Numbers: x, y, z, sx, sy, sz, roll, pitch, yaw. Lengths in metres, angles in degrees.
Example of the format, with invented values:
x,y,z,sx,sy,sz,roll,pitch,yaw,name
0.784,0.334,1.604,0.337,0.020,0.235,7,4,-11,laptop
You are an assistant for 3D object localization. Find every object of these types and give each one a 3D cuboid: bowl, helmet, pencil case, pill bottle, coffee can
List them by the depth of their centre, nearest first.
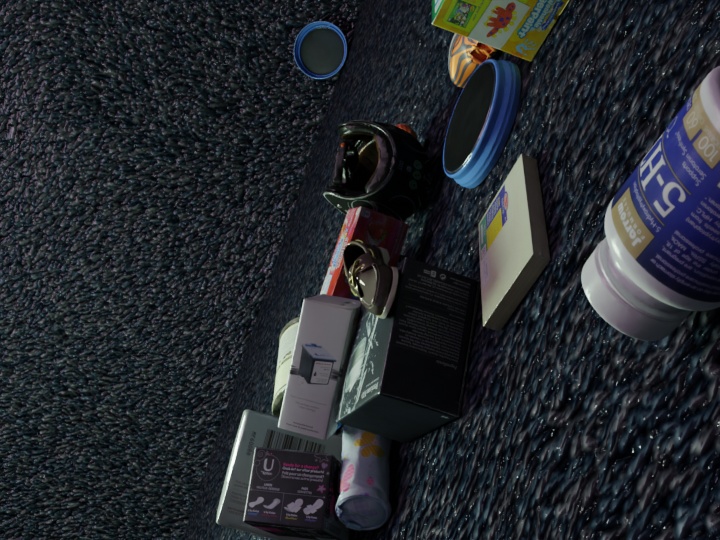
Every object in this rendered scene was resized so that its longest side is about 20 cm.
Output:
x,y,z,sx,sy,sz,roll,pitch,yaw,name
0.255,-0.041,0.726,0.121,0.118,0.201,-84,17,-45,pill bottle
0.008,0.292,1.460,0.202,0.082,0.092,-86,5,-48,pencil case
0.184,-0.231,1.499,0.200,0.039,0.204,-163,89,-76,bowl
0.033,-0.175,1.757,0.190,0.198,0.203,25,-99,-62,helmet
-0.097,0.207,1.901,0.201,0.144,0.148,-89,21,-54,coffee can
-0.140,-0.788,3.450,0.039,0.198,0.203,-20,-49,-77,bowl

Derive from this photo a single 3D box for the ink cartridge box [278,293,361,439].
x,y,z,sx,sy,sz,roll,pitch,yaw,name
-0.055,0.145,1.503,0.146,0.084,0.203,-8,-72,-80,ink cartridge box

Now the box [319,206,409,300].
x,y,z,sx,sy,sz,roll,pitch,yaw,name
0.000,0.000,1.653,0.100,0.094,0.203,-179,108,-75,box

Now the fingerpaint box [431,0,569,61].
x,y,z,sx,sy,sz,roll,pitch,yaw,name
0.213,-0.415,1.344,0.201,0.164,0.074,120,161,-46,fingerpaint box

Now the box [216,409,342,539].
x,y,z,sx,sy,sz,roll,pitch,yaw,name
-0.139,0.368,1.709,0.171,0.196,0.203,142,144,-80,box

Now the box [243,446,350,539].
x,y,z,sx,sy,sz,roll,pitch,yaw,name
-0.088,0.353,1.506,0.200,0.130,0.117,63,-148,-67,box

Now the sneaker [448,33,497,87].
x,y,z,sx,sy,sz,roll,pitch,yaw,name
0.200,-0.372,1.554,0.113,0.077,0.202,-88,20,-55,sneaker

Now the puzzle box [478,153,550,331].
x,y,z,sx,sy,sz,roll,pitch,yaw,name
0.193,-0.039,1.230,0.202,0.025,0.134,-85,17,-47,puzzle box

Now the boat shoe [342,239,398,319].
x,y,z,sx,sy,sz,roll,pitch,yaw,name
0.011,0.008,1.331,0.200,0.059,0.073,-103,36,-70,boat shoe

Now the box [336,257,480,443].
x,y,z,sx,sy,sz,roll,pitch,yaw,name
0.065,0.118,1.359,0.200,0.122,0.199,133,151,-63,box

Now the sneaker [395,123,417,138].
x,y,z,sx,sy,sz,roll,pitch,yaw,name
0.083,-0.182,1.882,0.077,0.072,0.203,15,-94,-66,sneaker

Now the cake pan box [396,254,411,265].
x,y,z,sx,sy,sz,roll,pitch,yaw,name
0.039,0.066,1.723,0.184,0.052,0.203,-137,65,-75,cake pan box
